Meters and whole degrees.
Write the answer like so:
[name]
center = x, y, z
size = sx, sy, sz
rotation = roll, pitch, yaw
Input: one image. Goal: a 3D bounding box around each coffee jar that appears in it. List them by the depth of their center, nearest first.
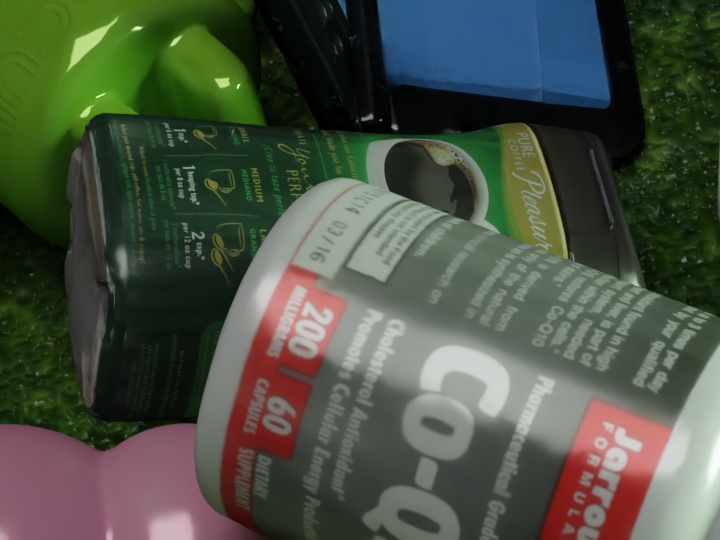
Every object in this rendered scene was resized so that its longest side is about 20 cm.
[coffee jar]
center = 0.000, 0.000, 1.041
size = 0.198, 0.086, 0.105
rotation = 1, 45, -13

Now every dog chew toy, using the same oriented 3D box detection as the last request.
[dog chew toy]
center = -0.068, 0.107, 1.001
size = 0.198, 0.125, 0.125
rotation = -8, 53, -1

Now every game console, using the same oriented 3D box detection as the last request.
[game console]
center = 0.023, -0.155, 1.124
size = 0.116, 0.176, 0.201
rotation = -14, 56, 10

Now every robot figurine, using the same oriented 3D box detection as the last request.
[robot figurine]
center = -0.118, -0.085, 1.148
size = 0.175, 0.116, 0.200
rotation = -42, 56, -18

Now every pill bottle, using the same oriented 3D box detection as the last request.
[pill bottle]
center = 0.061, 0.056, 0.909
size = 0.199, 0.114, 0.114
rotation = 21, 62, 16

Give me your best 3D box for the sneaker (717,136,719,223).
[sneaker]
center = 0.182, -0.113, 1.076
size = 0.098, 0.202, 0.071
rotation = 4, 11, 7
